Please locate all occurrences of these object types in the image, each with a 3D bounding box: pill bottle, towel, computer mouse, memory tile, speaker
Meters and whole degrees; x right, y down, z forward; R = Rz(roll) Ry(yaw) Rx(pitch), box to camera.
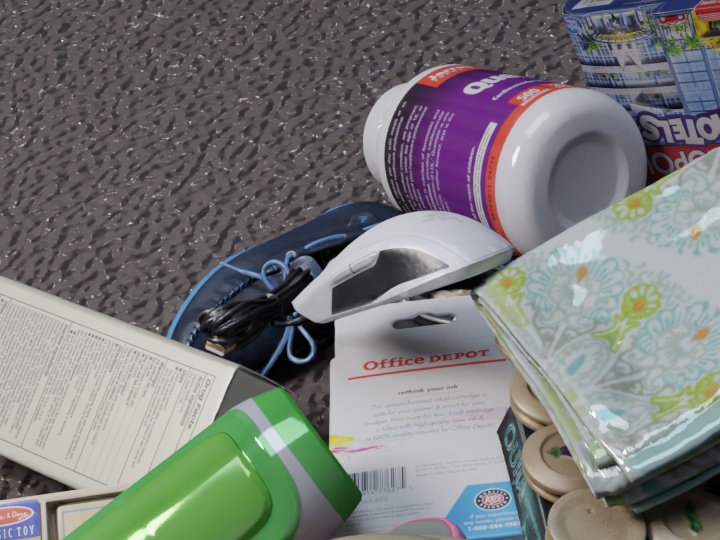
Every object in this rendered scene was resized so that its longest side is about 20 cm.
[{"bbox_3d":[0.086,-0.073,1.277,0.112,0.113,0.200,-32,27,-23],"label":"pill bottle"},{"bbox_3d":[0.174,0.019,1.008,0.199,0.048,0.172,-28,44,-5],"label":"towel"},{"bbox_3d":[0.000,0.000,1.109,0.199,0.044,0.109,-18,0,38],"label":"computer mouse"},{"bbox_3d":[0.155,0.079,1.030,0.152,0.017,0.201,-2,41,-7],"label":"memory tile"},{"bbox_3d":[-0.098,0.149,1.003,0.200,0.089,0.088,-37,41,-5],"label":"speaker"}]

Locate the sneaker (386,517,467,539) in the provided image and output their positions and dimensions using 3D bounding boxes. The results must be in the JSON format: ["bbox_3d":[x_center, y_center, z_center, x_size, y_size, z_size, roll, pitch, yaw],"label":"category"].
[{"bbox_3d":[0.039,0.228,0.964,0.079,0.095,0.201,-5,61,36],"label":"sneaker"}]

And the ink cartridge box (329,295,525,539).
[{"bbox_3d":[0.042,0.105,1.121,0.114,0.068,0.201,-7,39,6],"label":"ink cartridge box"}]

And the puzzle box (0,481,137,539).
[{"bbox_3d":[-0.113,0.179,1.054,0.198,0.025,0.134,-9,71,5],"label":"puzzle box"}]

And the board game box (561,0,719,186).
[{"bbox_3d":[0.231,-0.084,1.227,0.199,0.201,0.062,-1,30,46],"label":"board game box"}]

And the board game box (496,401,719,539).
[{"bbox_3d":[0.150,0.155,1.002,0.134,0.028,0.201,11,38,-18],"label":"board game box"}]

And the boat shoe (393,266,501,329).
[{"bbox_3d":[0.104,0.031,1.200,0.199,0.063,0.073,6,42,23],"label":"boat shoe"}]

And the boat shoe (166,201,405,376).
[{"bbox_3d":[-0.040,0.009,1.249,0.200,0.085,0.068,-42,29,-29],"label":"boat shoe"}]

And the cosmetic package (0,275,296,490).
[{"bbox_3d":[-0.148,0.083,1.169,0.199,0.073,0.104,19,83,33],"label":"cosmetic package"}]

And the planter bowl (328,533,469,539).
[{"bbox_3d":[-0.011,0.205,0.853,0.199,0.134,0.202,-15,65,35],"label":"planter bowl"}]
